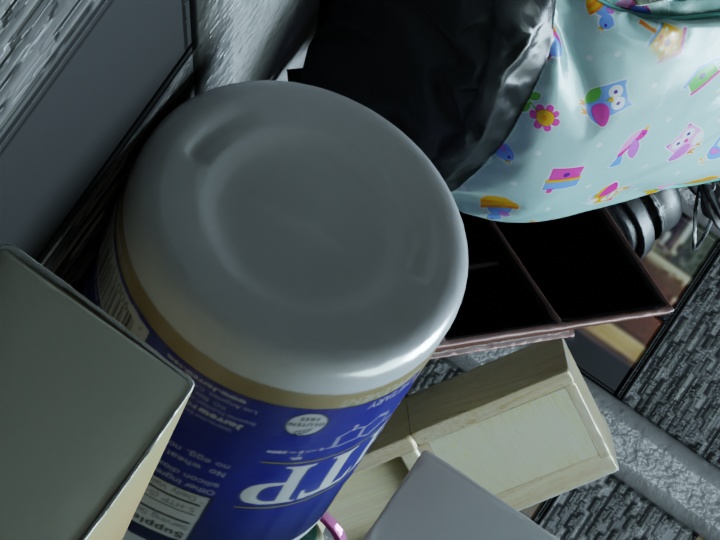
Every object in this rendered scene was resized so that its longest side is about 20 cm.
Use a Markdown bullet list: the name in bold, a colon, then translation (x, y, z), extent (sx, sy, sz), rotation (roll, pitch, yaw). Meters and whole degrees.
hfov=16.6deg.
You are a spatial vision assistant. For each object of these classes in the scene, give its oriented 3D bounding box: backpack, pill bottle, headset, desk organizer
- **backpack**: translation (0.091, -0.098, 1.002), extent (0.199, 0.127, 0.167), rotation (-10, 153, -34)
- **pill bottle**: translation (-0.049, 0.036, 0.883), extent (0.120, 0.119, 0.200), rotation (-53, 176, -38)
- **headset**: translation (0.154, -0.066, 1.285), extent (0.123, 0.094, 0.200), rotation (-32, -157, 1)
- **desk organizer**: translation (0.032, 0.001, 1.053), extent (0.199, 0.072, 0.077), rotation (-8, 177, -35)

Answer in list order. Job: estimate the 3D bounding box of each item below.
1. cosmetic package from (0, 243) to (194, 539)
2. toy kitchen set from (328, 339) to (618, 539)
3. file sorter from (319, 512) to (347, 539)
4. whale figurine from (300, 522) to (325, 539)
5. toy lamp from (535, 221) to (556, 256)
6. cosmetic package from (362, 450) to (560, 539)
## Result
- **cosmetic package**: translation (-0.122, 0.089, 0.745), extent (0.105, 0.071, 0.200), rotation (-54, 177, -29)
- **toy kitchen set**: translation (0.062, 0.098, 1.511), extent (0.180, 0.164, 0.200), rotation (-23, -149, 11)
- **file sorter**: translation (-0.115, 0.163, 1.034), extent (0.200, 0.139, 0.126), rotation (-54, 175, -26)
- **whale figurine**: translation (-0.094, 0.177, 1.509), extent (0.159, 0.104, 0.201), rotation (-22, -134, 40)
- **toy lamp**: translation (0.000, 0.000, 1.114), extent (0.199, 0.058, 0.058), rotation (-10, 147, -36)
- **cosmetic package**: translation (-0.001, 0.190, 1.071), extent (0.200, 0.081, 0.113), rotation (-54, 173, -34)
